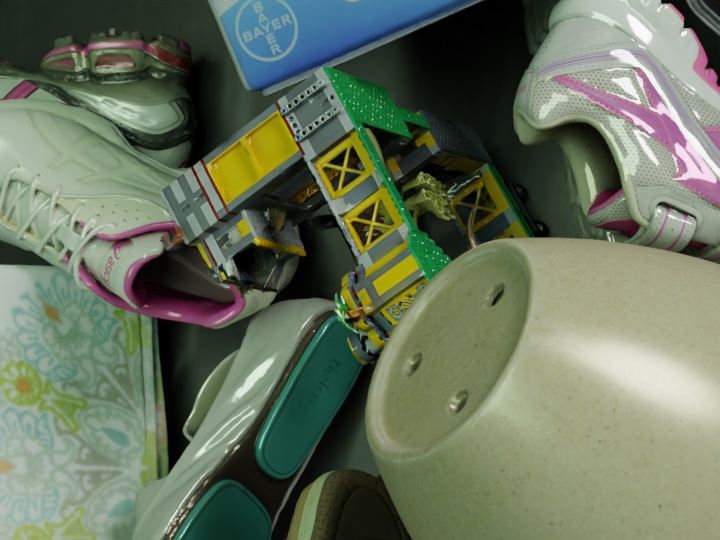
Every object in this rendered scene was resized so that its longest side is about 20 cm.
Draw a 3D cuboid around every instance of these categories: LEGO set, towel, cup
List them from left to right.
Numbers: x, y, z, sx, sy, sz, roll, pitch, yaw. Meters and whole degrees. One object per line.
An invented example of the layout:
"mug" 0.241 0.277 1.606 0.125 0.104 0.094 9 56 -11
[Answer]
"towel" -0.181 0.083 1.330 0.048 0.200 0.172 -25 67 54
"LEGO set" 0.000 0.000 1.251 0.116 0.200 0.154 -36 77 20
"cup" 0.087 0.066 1.115 0.200 0.143 0.201 -41 29 29

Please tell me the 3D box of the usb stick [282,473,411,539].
"usb stick" 0.014 0.121 1.288 0.200 0.033 0.056 -36 49 28

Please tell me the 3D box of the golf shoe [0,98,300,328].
"golf shoe" -0.129 -0.027 1.332 0.199 0.092 0.076 16 114 3

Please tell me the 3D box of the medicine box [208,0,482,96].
"medicine box" 0.004 -0.206 1.219 0.182 0.103 0.200 -22 95 22

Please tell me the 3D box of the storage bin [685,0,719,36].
"storage bin" 0.257 -0.150 1.207 0.135 0.094 0.200 45 102 24

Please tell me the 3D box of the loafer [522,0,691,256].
"loafer" 0.123 -0.086 1.281 0.070 0.070 0.201 -9 78 -14

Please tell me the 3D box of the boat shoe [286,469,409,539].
"boat shoe" -0.020 0.191 1.239 0.076 0.072 0.201 -17 66 47

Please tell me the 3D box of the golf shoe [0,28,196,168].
"golf shoe" -0.179 -0.066 1.412 0.199 0.073 0.092 -7 81 24

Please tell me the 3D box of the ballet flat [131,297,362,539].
"ballet flat" -0.067 0.098 1.319 0.069 0.069 0.200 20 67 27

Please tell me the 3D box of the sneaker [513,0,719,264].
"sneaker" 0.143 -0.036 1.203 0.200 0.081 0.088 41 74 0
